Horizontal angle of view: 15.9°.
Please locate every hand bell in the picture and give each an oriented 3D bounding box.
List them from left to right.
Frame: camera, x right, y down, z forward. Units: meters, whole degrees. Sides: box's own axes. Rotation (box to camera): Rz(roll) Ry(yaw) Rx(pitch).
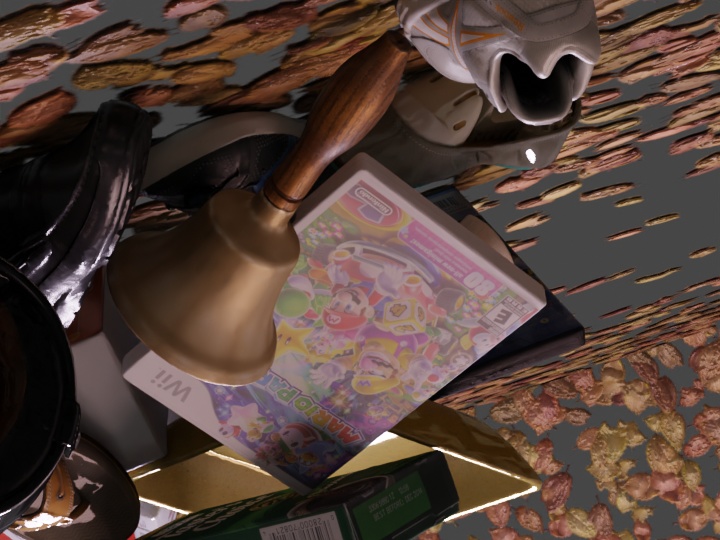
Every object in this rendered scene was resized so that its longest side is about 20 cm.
[{"bbox_3d":[-0.034,-0.044,1.307,0.104,0.104,0.200,-7,144,-51],"label":"hand bell"}]

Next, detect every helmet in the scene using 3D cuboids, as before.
[{"bbox_3d":[-0.253,0.063,1.313,0.199,0.201,0.190,-11,179,-34],"label":"helmet"}]

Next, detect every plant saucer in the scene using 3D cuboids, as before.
[{"bbox_3d":[-0.022,0.115,1.618,0.200,0.049,0.200,22,146,-39],"label":"plant saucer"}]

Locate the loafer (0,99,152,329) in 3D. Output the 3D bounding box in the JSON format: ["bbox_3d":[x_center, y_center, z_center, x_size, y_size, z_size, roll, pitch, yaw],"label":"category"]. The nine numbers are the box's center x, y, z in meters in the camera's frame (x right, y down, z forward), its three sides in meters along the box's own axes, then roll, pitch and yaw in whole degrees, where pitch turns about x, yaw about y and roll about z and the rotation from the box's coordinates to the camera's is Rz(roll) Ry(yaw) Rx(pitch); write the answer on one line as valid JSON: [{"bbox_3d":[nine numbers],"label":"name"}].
[{"bbox_3d":[-0.159,-0.029,1.334,0.070,0.068,0.201,23,147,-11],"label":"loafer"}]

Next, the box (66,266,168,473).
[{"bbox_3d":[-0.230,0.086,1.616,0.199,0.098,0.125,-22,-155,6],"label":"box"}]

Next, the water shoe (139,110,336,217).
[{"bbox_3d":[-0.051,-0.041,1.430,0.071,0.079,0.200,-23,170,32],"label":"water shoe"}]

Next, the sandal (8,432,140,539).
[{"bbox_3d":[-0.202,0.115,1.519,0.081,0.055,0.200,-28,132,9],"label":"sandal"}]

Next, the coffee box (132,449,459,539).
[{"bbox_3d":[-0.054,0.161,1.547,0.199,0.044,0.123,-17,-178,33],"label":"coffee box"}]

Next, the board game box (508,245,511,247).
[{"bbox_3d":[0.005,0.027,1.742,0.104,0.024,0.200,18,-138,35],"label":"board game box"}]

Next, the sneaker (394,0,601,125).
[{"bbox_3d":[0.067,-0.105,1.215,0.075,0.092,0.200,-15,172,-7],"label":"sneaker"}]

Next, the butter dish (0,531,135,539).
[{"bbox_3d":[-0.234,0.120,1.900,0.200,0.200,0.148,-18,-147,45],"label":"butter dish"}]

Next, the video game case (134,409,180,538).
[{"bbox_3d":[-0.115,0.085,1.751,0.024,0.201,0.182,17,166,1],"label":"video game case"}]

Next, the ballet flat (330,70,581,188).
[{"bbox_3d":[0.055,-0.089,1.453,0.200,0.067,0.064,-8,140,-52],"label":"ballet flat"}]

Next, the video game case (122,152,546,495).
[{"bbox_3d":[-0.016,0.035,1.439,0.143,0.018,0.200,35,121,-27],"label":"video game case"}]

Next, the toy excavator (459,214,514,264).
[{"bbox_3d":[0.000,0.000,1.571,0.100,0.194,0.200,-44,159,-25],"label":"toy excavator"}]

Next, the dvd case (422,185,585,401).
[{"bbox_3d":[0.042,0.016,1.716,0.142,0.018,0.200,-20,-143,-15],"label":"dvd case"}]
